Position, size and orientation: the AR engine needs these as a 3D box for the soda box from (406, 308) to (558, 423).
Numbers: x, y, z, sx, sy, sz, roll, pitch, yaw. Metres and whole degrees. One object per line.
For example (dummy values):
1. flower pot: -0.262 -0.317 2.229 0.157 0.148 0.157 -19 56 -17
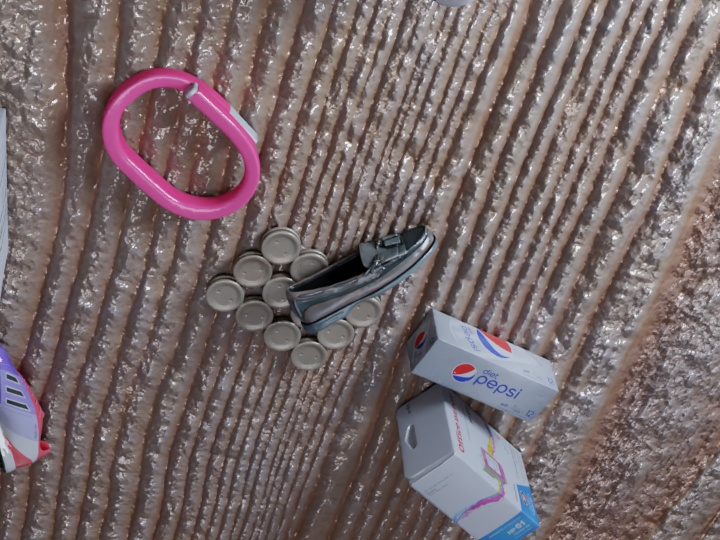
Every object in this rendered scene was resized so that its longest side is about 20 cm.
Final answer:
1. soda box: 0.162 0.127 1.654 0.199 0.064 0.068 24 122 -22

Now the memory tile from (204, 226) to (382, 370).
1. memory tile: -0.083 0.038 1.589 0.153 0.017 0.200 -40 120 21

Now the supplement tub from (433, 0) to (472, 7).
1. supplement tub: 0.059 -0.371 1.224 0.199 0.146 0.145 35 116 -27

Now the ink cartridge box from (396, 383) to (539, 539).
1. ink cartridge box: 0.145 0.269 1.706 0.084 0.145 0.200 -37 122 20

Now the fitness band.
1. fitness band: -0.203 -0.141 1.431 0.143 0.038 0.200 -35 121 18

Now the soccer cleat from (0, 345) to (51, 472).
1. soccer cleat: -0.449 0.172 1.624 0.073 0.068 0.202 -16 126 -25

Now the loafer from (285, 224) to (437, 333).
1. loafer: 0.000 0.000 1.529 0.199 0.072 0.063 -34 114 5

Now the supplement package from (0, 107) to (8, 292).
1. supplement package: -0.462 -0.071 1.399 0.120 0.120 0.201 3 126 -11
